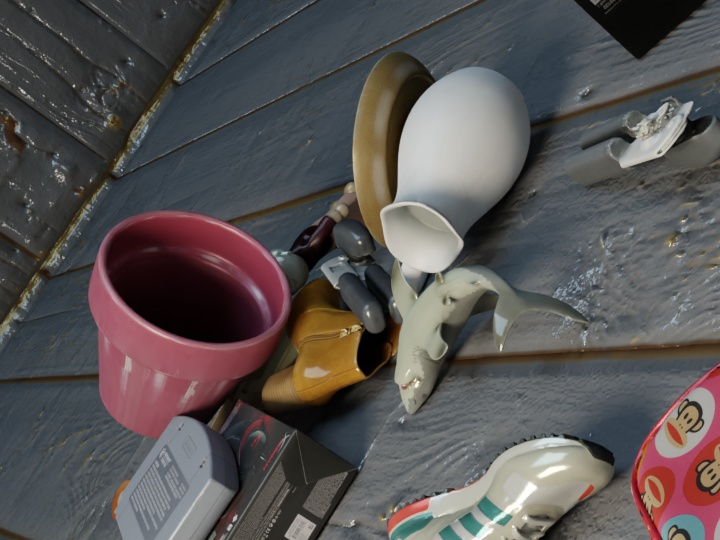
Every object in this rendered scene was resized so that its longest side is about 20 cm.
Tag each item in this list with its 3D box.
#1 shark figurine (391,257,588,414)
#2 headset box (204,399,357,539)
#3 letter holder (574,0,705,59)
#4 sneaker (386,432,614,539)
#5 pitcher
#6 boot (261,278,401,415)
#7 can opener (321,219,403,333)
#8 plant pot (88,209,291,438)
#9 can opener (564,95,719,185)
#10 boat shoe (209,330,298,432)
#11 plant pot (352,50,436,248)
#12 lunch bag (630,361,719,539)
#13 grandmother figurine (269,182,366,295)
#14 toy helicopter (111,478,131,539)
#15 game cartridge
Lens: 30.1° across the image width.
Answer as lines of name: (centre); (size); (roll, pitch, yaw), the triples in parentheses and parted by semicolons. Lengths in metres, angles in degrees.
shark figurine: (0.098, 0.030, 1.120); (0.214, 0.089, 0.128); (-38, 57, 55)
headset box: (-0.103, 0.212, 1.253); (0.149, 0.075, 0.200); (-57, 20, -8)
letter holder: (0.293, -0.321, 1.236); (0.200, 0.101, 0.142); (-42, 21, 29)
sneaker: (0.095, 0.183, 0.894); (0.200, 0.070, 0.094); (-34, 44, 38)
pitcher: (0.085, -0.084, 1.297); (0.172, 0.121, 0.200); (105, -171, -58)
boot: (-0.013, 0.060, 1.346); (0.144, 0.071, 0.201); (-25, 27, 33)
can opener: (0.000, 0.000, 1.306); (0.053, 0.067, 0.200); (-18, 18, -8)
plant pot: (-0.188, 0.068, 1.374); (0.200, 0.200, 0.179); (-79, 9, -52)
can opener: (0.223, -0.096, 1.079); (0.053, 0.066, 0.200); (-54, 11, -10)
boat shoe: (-0.128, 0.117, 1.482); (0.200, 0.066, 0.074); (-59, 21, -16)
plant pot: (0.049, -0.121, 1.356); (0.027, 0.200, 0.200); (3, 51, 26)
lunch bag: (0.216, 0.123, 0.676); (0.176, 0.082, 0.200); (-48, 21, 16)
grandmother figurine: (-0.048, -0.030, 1.490); (0.200, 0.061, 0.121); (-48, -9, -49)
toy helicopter: (-0.232, 0.325, 1.390); (0.200, 0.079, 0.132); (-64, 29, 1)
game cartridge: (-0.172, 0.209, 1.251); (0.134, 0.040, 0.200); (-59, 20, 1)
